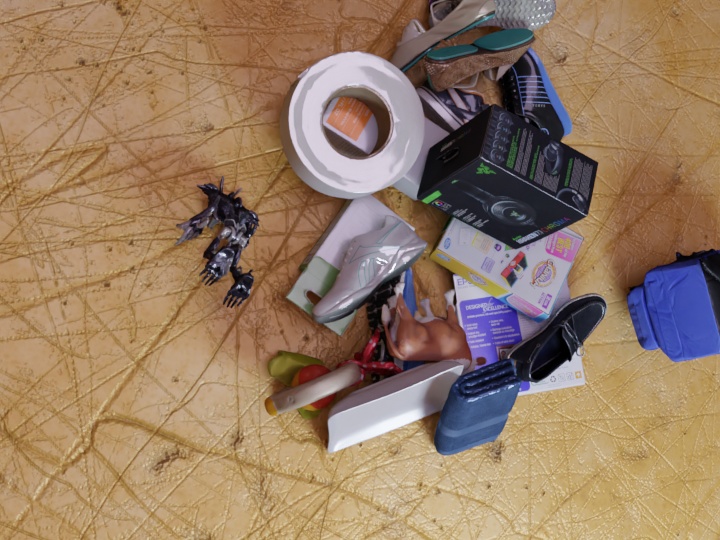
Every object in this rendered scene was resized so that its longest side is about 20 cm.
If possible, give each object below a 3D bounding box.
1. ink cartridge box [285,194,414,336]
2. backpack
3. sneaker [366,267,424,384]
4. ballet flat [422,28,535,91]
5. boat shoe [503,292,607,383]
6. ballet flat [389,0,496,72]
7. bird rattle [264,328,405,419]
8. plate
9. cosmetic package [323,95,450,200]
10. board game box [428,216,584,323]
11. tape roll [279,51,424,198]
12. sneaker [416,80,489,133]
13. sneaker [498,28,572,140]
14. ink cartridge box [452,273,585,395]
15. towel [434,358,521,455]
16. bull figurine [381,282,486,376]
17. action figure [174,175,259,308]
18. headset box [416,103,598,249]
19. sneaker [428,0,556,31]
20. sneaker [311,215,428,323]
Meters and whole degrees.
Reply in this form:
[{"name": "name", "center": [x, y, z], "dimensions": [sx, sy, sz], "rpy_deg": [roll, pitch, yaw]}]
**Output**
[{"name": "ink cartridge box", "center": [-0.020, -0.011, 1.554], "dimensions": [0.104, 0.059, 0.200], "rpy_deg": [37, 77, -11]}, {"name": "backpack", "center": [0.528, 0.047, 1.658], "dimensions": [0.200, 0.167, 0.163], "rpy_deg": [-14, 94, -49]}, {"name": "sneaker", "center": [0.065, 0.088, 1.573], "dimensions": [0.089, 0.078, 0.201], "rpy_deg": [7, 80, -35]}, {"name": "ballet flat", "center": [0.178, -0.314, 1.582], "dimensions": [0.199, 0.070, 0.066], "rpy_deg": [-18, 124, -23]}, {"name": "boat shoe", "center": [0.305, 0.105, 1.583], "dimensions": [0.200, 0.062, 0.075], "rpy_deg": [-33, 117, -20]}, {"name": "ballet flat", "center": [0.109, -0.363, 1.576], "dimensions": [0.200, 0.069, 0.070], "rpy_deg": [-29, 95, 21]}, {"name": "bird rattle", "center": [-0.044, 0.161, 1.467], "dimensions": [0.163, 0.199, 0.113], "rpy_deg": [-25, 100, -57]}, {"name": "plate", "center": [0.041, 0.189, 1.487], "dimensions": [0.199, 0.200, 0.032], "rpy_deg": [-20, 69, -10]}, {"name": "cosmetic package", "center": [0.035, -0.203, 1.579], "dimensions": [0.200, 0.071, 0.102], "rpy_deg": [31, 78, -12]}, {"name": "board game box", "center": [0.225, -0.035, 1.605], "dimensions": [0.200, 0.040, 0.153], "rpy_deg": [31, 66, -2]}, {"name": "tape roll", "center": [-0.013, -0.206, 1.492], "dimensions": [0.201, 0.071, 0.204], "rpy_deg": [1, 88, -15]}, {"name": "sneaker", "center": [0.175, -0.224, 1.617], "dimensions": [0.079, 0.078, 0.200], "rpy_deg": [-43, 96, -9]}, {"name": "sneaker", "center": [0.254, -0.280, 1.650], "dimensions": [0.078, 0.070, 0.200], "rpy_deg": [-35, 96, -20]}, {"name": "ink cartridge box", "center": [0.241, 0.093, 1.629], "dimensions": [0.197, 0.043, 0.201], "rpy_deg": [-7, 86, -17]}, {"name": "towel", "center": [0.166, 0.202, 1.527], "dimensions": [0.111, 0.200, 0.049], "rpy_deg": [-17, 60, -15]}, {"name": "bull figurine", "center": [0.104, 0.089, 1.503], "dimensions": [0.200, 0.065, 0.122], "rpy_deg": [13, 56, -50]}, {"name": "action figure", "center": [-0.200, -0.045, 1.476], "dimensions": [0.102, 0.200, 0.119], "rpy_deg": [-36, 127, 20]}, {"name": "headset box", "center": [0.201, -0.132, 1.495], "dimensions": [0.199, 0.174, 0.093], "rpy_deg": [26, 64, -20]}, {"name": "sneaker", "center": [0.201, -0.424, 1.630], "dimensions": [0.199, 0.070, 0.100], "rpy_deg": [-2, 50, -2]}, {"name": "sneaker", "center": [0.000, 0.000, 1.500], "dimensions": [0.200, 0.070, 0.080], "rpy_deg": [-39, 82, -18]}]
